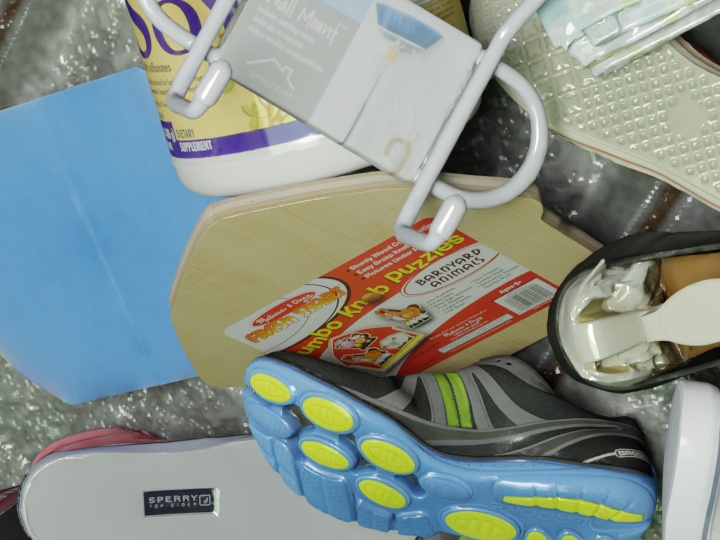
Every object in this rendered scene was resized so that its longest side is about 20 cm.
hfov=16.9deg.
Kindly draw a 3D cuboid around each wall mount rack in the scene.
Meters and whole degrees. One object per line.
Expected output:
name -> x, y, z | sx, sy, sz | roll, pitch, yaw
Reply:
wall mount rack -> 0.016, -0.111, 0.974 | 0.200, 0.075, 0.174 | 29, 87, -19

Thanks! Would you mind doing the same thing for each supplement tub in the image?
supplement tub -> -0.037, -0.146, 1.068 | 0.145, 0.145, 0.200 | -10, 103, 27

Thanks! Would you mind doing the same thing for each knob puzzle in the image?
knob puzzle -> 0.000, 0.000, 1.100 | 0.219, 0.220, 0.031 | -28, 54, 29

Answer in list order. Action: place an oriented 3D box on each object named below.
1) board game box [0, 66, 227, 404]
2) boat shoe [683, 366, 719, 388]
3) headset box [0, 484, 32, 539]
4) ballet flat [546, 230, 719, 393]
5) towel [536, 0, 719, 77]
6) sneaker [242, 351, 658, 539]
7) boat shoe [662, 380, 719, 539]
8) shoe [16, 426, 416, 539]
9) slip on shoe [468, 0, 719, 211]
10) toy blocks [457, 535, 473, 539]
board game box -> -0.122, -0.020, 1.213 | 0.200, 0.039, 0.158 | -14, 106, 33
boat shoe -> 0.218, 0.055, 1.052 | 0.201, 0.072, 0.066 | 29, 136, 37
headset box -> -0.219, 0.207, 1.310 | 0.200, 0.075, 0.149 | -18, 100, 28
ballet flat -> 0.130, 0.015, 1.029 | 0.200, 0.068, 0.068 | -21, 86, 51
towel -> 0.127, -0.203, 1.014 | 0.171, 0.048, 0.200 | -24, 82, 25
sneaker -> 0.041, 0.078, 1.131 | 0.199, 0.083, 0.071 | 13, 129, -2
boat shoe -> 0.169, 0.118, 1.084 | 0.065, 0.074, 0.200 | 1, 144, 9
shoe -> -0.072, 0.110, 1.218 | 0.200, 0.091, 0.072 | 1, 96, -7
slip on shoe -> 0.130, -0.076, 1.066 | 0.200, 0.061, 0.074 | 34, 95, 24
toy blocks -> 0.049, 0.220, 1.148 | 0.100, 0.137, 0.200 | 14, 118, 3
